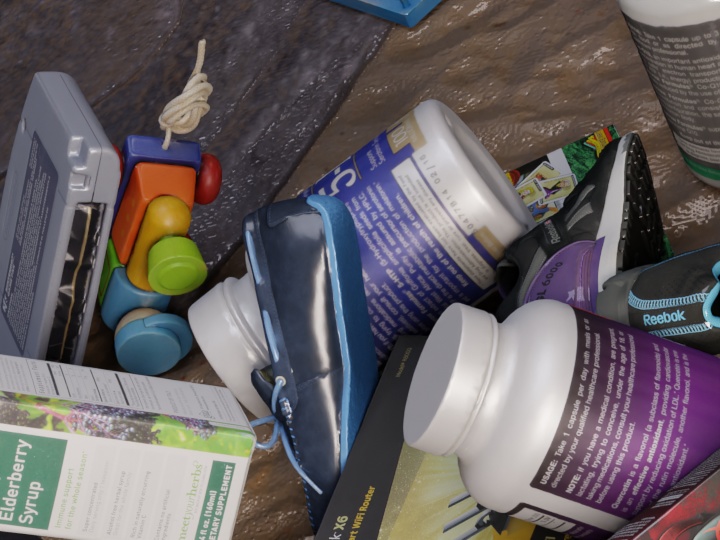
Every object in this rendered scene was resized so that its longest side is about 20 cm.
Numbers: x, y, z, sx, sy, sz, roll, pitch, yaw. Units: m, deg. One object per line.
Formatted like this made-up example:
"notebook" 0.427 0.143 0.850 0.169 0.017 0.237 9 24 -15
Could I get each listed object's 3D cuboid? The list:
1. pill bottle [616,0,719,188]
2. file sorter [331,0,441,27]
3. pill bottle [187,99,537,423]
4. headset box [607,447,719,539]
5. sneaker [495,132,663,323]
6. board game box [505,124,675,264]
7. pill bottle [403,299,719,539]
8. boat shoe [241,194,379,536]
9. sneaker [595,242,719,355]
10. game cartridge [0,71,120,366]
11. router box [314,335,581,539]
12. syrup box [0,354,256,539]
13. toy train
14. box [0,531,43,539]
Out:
"pill bottle" 0.217 -0.154 1.561 0.113 0.200 0.113 -17 39 15
"file sorter" 0.040 -0.299 1.912 0.200 0.123 0.139 -43 40 -19
"pill bottle" 0.000 0.000 1.579 0.200 0.120 0.120 -36 36 10
"headset box" 0.166 0.186 1.234 0.200 0.149 0.075 -37 -3 -11
"sneaker" 0.122 -0.017 1.506 0.087 0.076 0.200 -9 27 17
"board game box" 0.136 -0.008 1.593 0.105 0.023 0.200 -23 37 4
"pill bottle" 0.128 0.084 1.335 0.112 0.200 0.113 -160 90 -78
"boat shoe" -0.029 0.058 1.504 0.069 0.200 0.084 -5 -1 17
"sneaker" 0.222 0.010 1.422 0.200 0.073 0.082 -22 6 -39
"game cartridge" -0.204 -0.021 1.706 0.041 0.200 0.133 0 30 -27
"router box" 0.069 0.125 1.440 0.157 0.052 0.200 1 45 24
"syrup box" -0.168 0.100 1.460 0.200 0.079 0.081 9 16 -17
"toy train" -0.124 -0.036 1.669 0.085 0.200 0.116 5 44 -21
"box" -0.226 0.246 1.447 0.200 0.118 0.197 -39 37 -14
